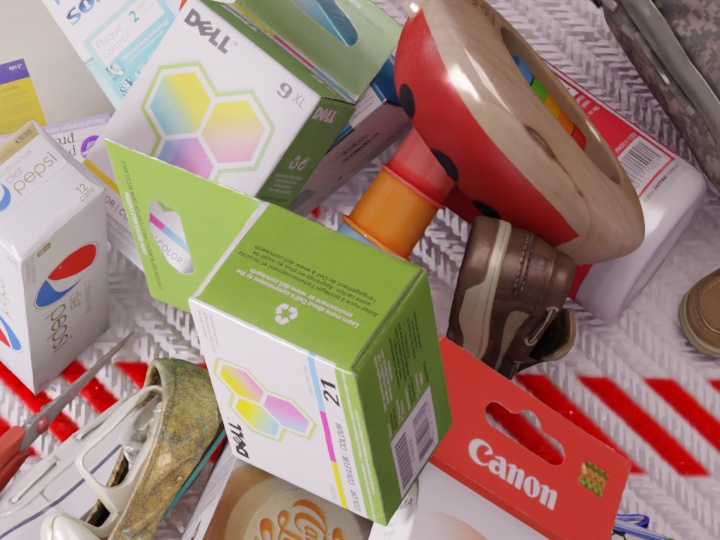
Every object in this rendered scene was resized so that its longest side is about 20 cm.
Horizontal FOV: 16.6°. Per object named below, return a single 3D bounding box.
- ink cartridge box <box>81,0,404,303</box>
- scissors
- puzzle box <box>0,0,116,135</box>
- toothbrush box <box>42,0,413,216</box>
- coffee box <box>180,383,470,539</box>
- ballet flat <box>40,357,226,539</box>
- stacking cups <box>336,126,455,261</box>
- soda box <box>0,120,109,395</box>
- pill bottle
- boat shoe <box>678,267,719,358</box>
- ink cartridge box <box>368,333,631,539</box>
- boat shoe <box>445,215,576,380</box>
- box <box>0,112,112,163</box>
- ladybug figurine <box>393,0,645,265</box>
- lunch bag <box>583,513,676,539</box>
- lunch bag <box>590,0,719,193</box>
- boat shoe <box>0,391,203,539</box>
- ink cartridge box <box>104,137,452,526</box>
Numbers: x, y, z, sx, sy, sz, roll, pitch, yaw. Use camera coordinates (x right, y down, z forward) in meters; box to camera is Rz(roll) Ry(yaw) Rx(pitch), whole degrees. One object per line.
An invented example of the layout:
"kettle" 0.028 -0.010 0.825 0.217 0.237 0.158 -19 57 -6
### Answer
"ink cartridge box" -0.075 -0.089 1.434 0.104 0.059 0.200 39 102 18
"scissors" -0.198 0.095 1.469 0.014 0.073 0.200 26 64 26
"puzzle box" -0.195 -0.124 1.590 0.199 0.025 0.134 -17 70 -13
"toothbrush box" -0.077 -0.134 1.514 0.146 0.085 0.201 -38 75 16
"coffee box" -0.029 0.136 1.385 0.114 0.080 0.201 29 56 -7
"ballet flat" -0.141 0.137 1.392 0.070 0.071 0.201 27 73 7
"stacking cups" 0.000 0.000 1.487 0.060 0.060 0.200 37 97 11
"soda box" -0.191 -0.004 1.442 0.064 0.200 0.068 42 69 13
"pill bottle" 0.108 -0.068 1.547 0.200 0.112 0.112 37 68 11
"boat shoe" 0.298 0.002 1.559 0.199 0.066 0.074 -16 68 -12
"ink cartridge box" 0.086 0.153 1.366 0.162 0.050 0.201 34 60 -24
"boat shoe" 0.088 0.039 1.447 0.074 0.202 0.075 13 69 3
"box" -0.242 -0.053 1.515 0.199 0.041 0.039 -11 72 2
"ladybug figurine" 0.085 -0.079 1.422 0.072 0.136 0.200 -36 105 16
"lunch bag" 0.105 0.207 1.447 0.199 0.076 0.161 18 62 3
"lunch bag" 0.249 -0.137 1.551 0.167 0.139 0.201 -13 66 -45
"boat shoe" -0.182 0.145 1.452 0.200 0.072 0.066 -44 48 -15
"ink cartridge box" -0.059 0.032 1.303 0.199 0.148 0.076 22 59 23
